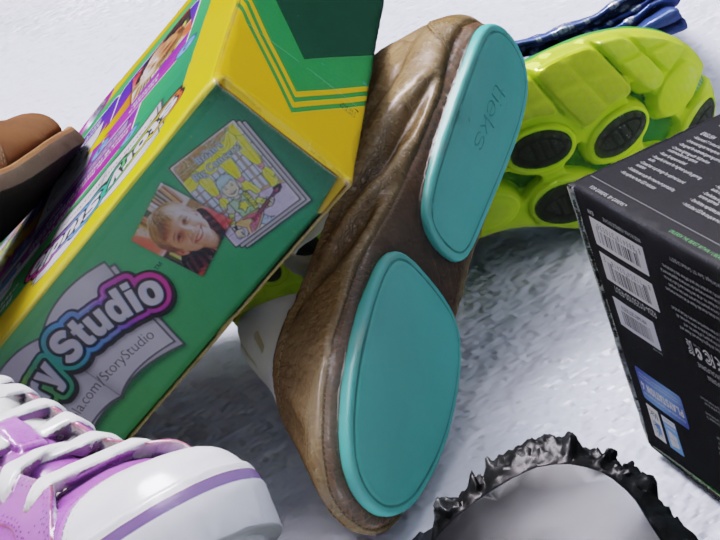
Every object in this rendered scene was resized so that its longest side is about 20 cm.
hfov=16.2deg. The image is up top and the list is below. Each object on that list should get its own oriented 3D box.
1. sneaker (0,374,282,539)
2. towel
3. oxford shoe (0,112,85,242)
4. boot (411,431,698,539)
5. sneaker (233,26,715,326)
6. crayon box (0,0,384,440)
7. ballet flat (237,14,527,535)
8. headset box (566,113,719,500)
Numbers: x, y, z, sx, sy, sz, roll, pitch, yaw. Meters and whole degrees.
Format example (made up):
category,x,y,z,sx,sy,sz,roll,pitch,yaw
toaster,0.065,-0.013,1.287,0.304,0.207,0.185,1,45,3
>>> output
category,x,y,z,sx,sy,sz,roll,pitch,yaw
sneaker,-0.103,0.053,0.695,0.072,0.115,0.200,-18,-4,-39
towel,0.034,-0.078,1.028,0.199,0.024,0.145,-18,3,3
oxford shoe,-0.145,-0.030,0.800,0.071,0.071,0.200,-47,-4,18
boot,0.012,0.112,0.596,0.167,0.077,0.200,-24,16,0
sneaker,0.034,-0.041,0.931,0.199,0.074,0.084,-23,27,-6
crayon box,-0.076,-0.008,0.849,0.200,0.058,0.173,-49,14,22
ballet flat,0.000,0.000,0.825,0.072,0.068,0.201,-8,52,32
headset box,0.188,-0.005,0.694,0.199,0.093,0.174,-25,23,-13
